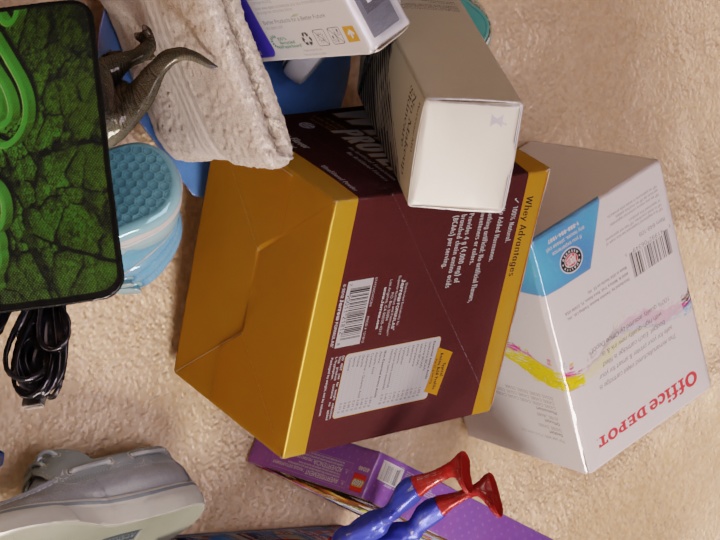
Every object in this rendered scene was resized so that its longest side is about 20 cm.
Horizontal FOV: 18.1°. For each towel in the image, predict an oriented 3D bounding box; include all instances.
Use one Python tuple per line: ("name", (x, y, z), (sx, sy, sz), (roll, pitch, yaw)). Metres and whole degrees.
("towel", (-0.116, -0.157, 1.466), (0.034, 0.132, 0.201), (-31, 112, -28))

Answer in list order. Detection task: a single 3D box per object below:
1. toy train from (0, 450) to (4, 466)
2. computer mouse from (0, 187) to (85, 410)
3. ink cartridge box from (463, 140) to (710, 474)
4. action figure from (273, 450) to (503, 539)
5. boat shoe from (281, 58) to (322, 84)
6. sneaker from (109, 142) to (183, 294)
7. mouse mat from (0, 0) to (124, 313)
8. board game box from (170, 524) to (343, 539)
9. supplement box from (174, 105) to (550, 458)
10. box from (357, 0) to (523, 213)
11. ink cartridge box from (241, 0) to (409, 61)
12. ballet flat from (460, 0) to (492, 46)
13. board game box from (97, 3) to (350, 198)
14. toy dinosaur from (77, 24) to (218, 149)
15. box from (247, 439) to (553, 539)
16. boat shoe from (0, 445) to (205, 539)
("toy train", (-0.265, 0.185, 1.515), (0.046, 0.034, 0.201), (-1, 100, -42))
("computer mouse", (-0.272, 0.017, 1.412), (0.053, 0.199, 0.139), (80, 12, -72))
("ink cartridge box", (0.155, 0.026, 1.751), (0.147, 0.146, 0.201), (-31, 117, -31))
("action figure", (0.002, 0.209, 1.560), (0.065, 0.200, 0.099), (41, 32, -43))
("boat shoe", (-0.021, -0.232, 1.567), (0.091, 0.071, 0.201), (32, 82, -3))
("sneaker", (-0.205, -0.008, 1.500), (0.199, 0.131, 0.080), (-18, 73, -2))
("mouse mat", (-0.235, -0.068, 1.400), (0.160, 0.008, 0.201), (-8, 73, -4))
("board game box", (-0.097, 0.270, 1.652), (0.199, 0.062, 0.201), (20, 86, -39))
("supplement box", (0.000, 0.000, 1.593), (0.200, 0.133, 0.198), (-10, 122, -40))
("box", (0.050, -0.117, 1.529), (0.068, 0.200, 0.082), (3, 115, -12))
("ink cartridge box", (-0.082, -0.226, 1.440), (0.043, 0.198, 0.200), (-42, 115, -27))
("ballet flat", (0.010, -0.217, 1.637), (0.200, 0.062, 0.067), (44, 79, -12))
("board game box", (-0.103, -0.150, 1.580), (0.158, 0.039, 0.200), (-45, 118, -18))
("toy dinosaur", (-0.183, -0.108, 1.462), (0.077, 0.199, 0.103), (72, 28, -55))
("box", (0.031, 0.172, 1.687), (0.200, 0.137, 0.039), (30, 78, -38))
("boat shoe", (-0.196, 0.158, 1.541), (0.200, 0.072, 0.070), (-5, 144, -48))
